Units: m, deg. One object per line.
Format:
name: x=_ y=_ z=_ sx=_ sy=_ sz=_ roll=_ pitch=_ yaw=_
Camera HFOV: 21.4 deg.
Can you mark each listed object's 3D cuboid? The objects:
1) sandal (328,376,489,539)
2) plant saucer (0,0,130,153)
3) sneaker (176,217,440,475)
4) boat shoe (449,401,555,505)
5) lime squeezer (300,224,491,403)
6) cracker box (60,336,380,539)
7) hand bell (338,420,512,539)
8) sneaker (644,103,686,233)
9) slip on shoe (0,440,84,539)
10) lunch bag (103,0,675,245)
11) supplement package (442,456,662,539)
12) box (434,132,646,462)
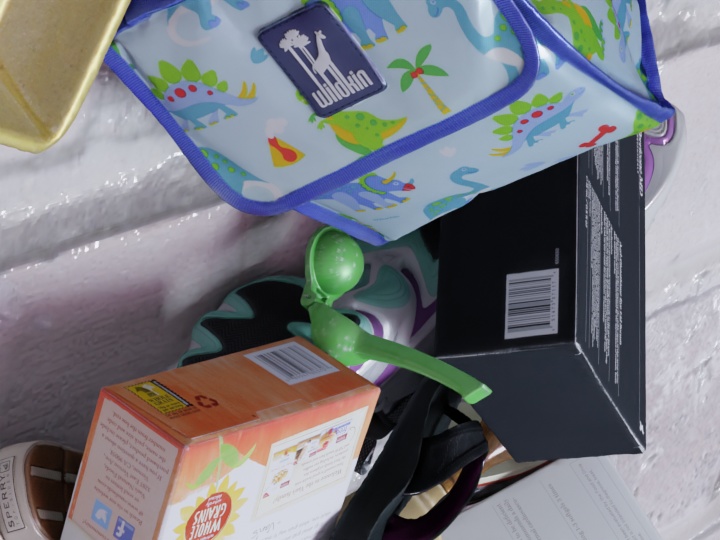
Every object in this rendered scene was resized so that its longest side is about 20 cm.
sandal: x=0.030 y=0.115 z=0.971 sx=0.200 sy=0.048 sz=0.075 roll=-55 pitch=163 yaw=-53
plant saucer: x=-0.148 y=-0.157 z=0.680 sx=0.200 sy=0.048 sz=0.200 roll=16 pitch=103 yaw=-56
sneaker: x=-0.012 y=0.060 z=1.003 sx=0.200 sy=0.078 sz=0.140 roll=-31 pitch=137 yaw=-34
boat shoe: x=0.101 y=0.113 z=1.205 sx=0.200 sy=0.071 sz=0.063 roll=-23 pitch=137 yaw=-46
lime squeezer: x=0.000 y=0.000 z=0.913 sx=0.038 sy=0.200 sz=0.071 roll=23 pitch=123 yaw=-36
cracker box: x=-0.078 y=0.138 z=0.873 sx=0.134 sy=0.058 sz=0.200 roll=-12 pitch=126 yaw=-52
hand bell: x=0.052 y=0.121 z=1.089 sx=0.200 sy=0.104 sz=0.104 roll=-36 pitch=141 yaw=-25
sneaker: x=0.129 y=-0.017 z=1.146 sx=0.200 sy=0.075 sz=0.100 roll=-56 pitch=159 yaw=7
slip on shoe: x=-0.136 y=0.128 z=0.919 sx=0.061 sy=0.076 sz=0.200 roll=-19 pitch=162 yaw=16
lunch bag: x=0.011 y=-0.102 z=0.806 sx=0.170 sy=0.128 sz=0.200 roll=-24 pitch=151 yaw=30
supplement package: x=0.084 y=0.212 z=1.145 sx=0.200 sy=0.117 sz=0.117 roll=-27 pitch=157 yaw=-11
box: x=0.098 y=-0.019 z=0.994 sx=0.141 sy=0.079 sz=0.200 roll=48 pitch=39 yaw=-53
